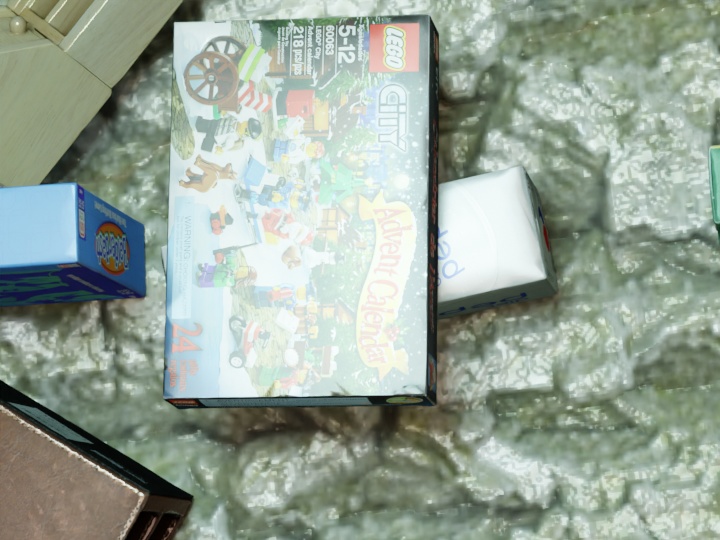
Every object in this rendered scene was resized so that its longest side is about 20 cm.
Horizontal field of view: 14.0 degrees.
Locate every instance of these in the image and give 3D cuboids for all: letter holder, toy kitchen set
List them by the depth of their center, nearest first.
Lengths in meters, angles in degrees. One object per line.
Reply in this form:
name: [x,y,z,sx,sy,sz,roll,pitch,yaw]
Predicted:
letter holder: [-0.217,0.129,1.559,0.200,0.101,0.142,30,90,12]
toy kitchen set: [-0.227,-0.181,1.578,0.180,0.200,0.163,-51,37,0]

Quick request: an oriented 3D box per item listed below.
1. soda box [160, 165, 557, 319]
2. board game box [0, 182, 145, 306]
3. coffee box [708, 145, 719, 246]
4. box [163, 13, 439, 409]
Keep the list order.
soda box: [0.000,0.000,1.557,0.200,0.068,0.064,-12,81,7]
board game box: [-0.227,-0.009,1.552,0.200,0.152,0.045,-3,82,9]
coffee box: [0.277,-0.044,1.490,0.200,0.123,0.044,-6,83,10]
box: [-0.029,-0.030,1.512,0.136,0.038,0.200,-2,78,10]
